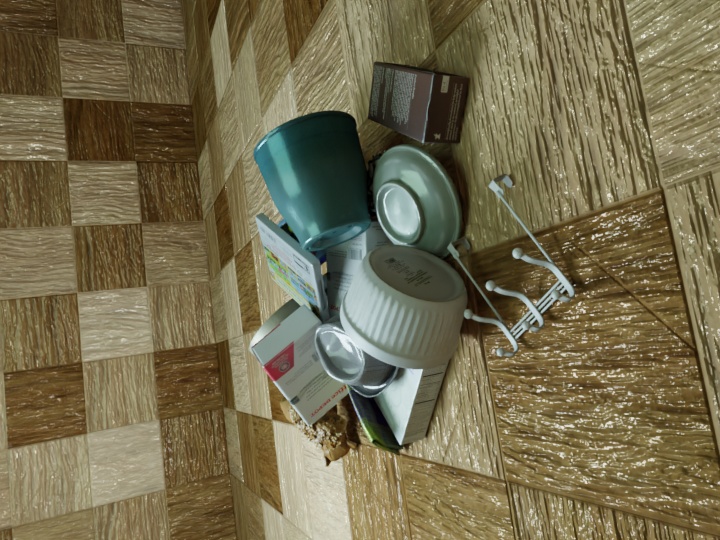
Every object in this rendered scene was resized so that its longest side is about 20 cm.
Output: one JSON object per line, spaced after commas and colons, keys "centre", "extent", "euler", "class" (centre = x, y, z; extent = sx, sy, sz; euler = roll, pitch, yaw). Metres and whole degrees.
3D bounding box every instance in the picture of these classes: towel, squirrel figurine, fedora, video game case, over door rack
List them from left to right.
{"centre": [-0.139, -0.001, 1.110], "extent": [0.199, 0.023, 0.185], "euler": [38, 149, 34], "class": "video game case"}
{"centre": [-0.093, 0.367, 1.260], "extent": [0.190, 0.139, 0.200], "euler": [61, 177, 1], "class": "squirrel figurine"}
{"centre": [-0.020, 0.140, 0.978], "extent": [0.199, 0.089, 0.181], "euler": [37, 117, 41], "class": "fedora"}
{"centre": [0.019, 0.264, 1.079], "extent": [0.023, 0.143, 0.202], "euler": [-33, 51, 12], "class": "towel"}
{"centre": [0.186, -0.005, 0.731], "extent": [0.149, 0.065, 0.203], "euler": [-61, 41, 48], "class": "over door rack"}

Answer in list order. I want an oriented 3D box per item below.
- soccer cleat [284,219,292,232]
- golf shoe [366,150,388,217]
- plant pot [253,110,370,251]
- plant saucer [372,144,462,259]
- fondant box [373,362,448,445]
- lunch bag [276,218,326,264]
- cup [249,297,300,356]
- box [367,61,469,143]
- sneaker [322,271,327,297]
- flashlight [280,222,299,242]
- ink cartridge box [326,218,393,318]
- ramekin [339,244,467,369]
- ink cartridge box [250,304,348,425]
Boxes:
{"centre": [-0.102, -0.169, 1.101], "extent": [0.064, 0.083, 0.205], "euler": [-12, 63, 51], "class": "soccer cleat"}
{"centre": [0.048, -0.161, 0.999], "extent": [0.200, 0.076, 0.097], "euler": [148, 108, -71], "class": "golf shoe"}
{"centre": [-0.070, -0.146, 0.956], "extent": [0.200, 0.196, 0.192], "euler": [-36, 72, 61], "class": "plant pot"}
{"centre": [0.077, -0.101, 0.885], "extent": [0.199, 0.050, 0.204], "euler": [34, 138, 35], "class": "plant saucer"}
{"centre": [0.084, 0.192, 0.990], "extent": [0.145, 0.057, 0.204], "euler": [53, 139, 49], "class": "fondant box"}
{"centre": [-0.105, -0.067, 1.219], "extent": [0.150, 0.094, 0.200], "euler": [-43, 40, 1], "class": "lunch bag"}
{"centre": [-0.148, 0.176, 1.298], "extent": [0.143, 0.199, 0.202], "euler": [43, 141, 12], "class": "cup"}
{"centre": [0.088, -0.281, 0.885], "extent": [0.200, 0.073, 0.103], "euler": [-133, 45, -55], "class": "box"}
{"centre": [-0.066, 0.023, 1.194], "extent": [0.080, 0.127, 0.203], "euler": [53, 140, 46], "class": "sneaker"}
{"centre": [-0.094, -0.128, 1.157], "extent": [0.068, 0.200, 0.068], "euler": [37, 168, 47], "class": "flashlight"}
{"centre": [0.000, 0.000, 1.080], "extent": [0.143, 0.082, 0.206], "euler": [10, 102, 53], "class": "ink cartridge box"}
{"centre": [0.072, 0.046, 0.833], "extent": [0.201, 0.196, 0.107], "euler": [54, 136, 47], "class": "ramekin"}
{"centre": [-0.112, 0.199, 1.118], "extent": [0.084, 0.144, 0.202], "euler": [35, 159, 53], "class": "ink cartridge box"}
